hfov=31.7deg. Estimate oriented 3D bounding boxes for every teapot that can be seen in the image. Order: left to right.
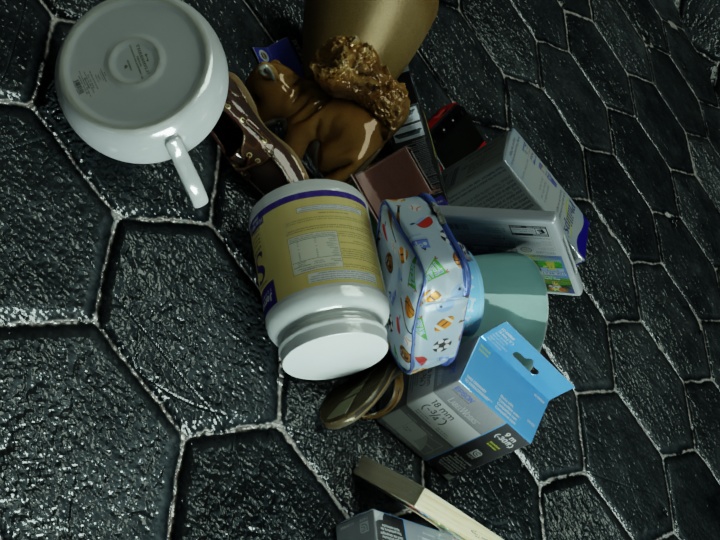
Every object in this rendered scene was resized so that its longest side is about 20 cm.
[{"bbox_3d":[-0.228,-0.191,1.383,0.146,0.197,0.200,78,30,-69],"label":"teapot"}]

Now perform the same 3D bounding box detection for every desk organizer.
[{"bbox_3d":[0.048,-0.110,1.615,0.072,0.077,0.200,60,8,-1],"label":"desk organizer"}]

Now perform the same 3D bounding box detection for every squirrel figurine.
[{"bbox_3d":[-0.047,-0.213,1.609,0.187,0.200,0.142,43,16,1],"label":"squirrel figurine"}]

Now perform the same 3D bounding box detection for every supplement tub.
[{"bbox_3d":[-0.046,0.011,1.473,0.145,0.145,0.200,21,49,-46],"label":"supplement tub"}]

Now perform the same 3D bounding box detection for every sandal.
[{"bbox_3d":[0.017,0.146,1.528,0.055,0.082,0.200,63,23,-7],"label":"sandal"}]

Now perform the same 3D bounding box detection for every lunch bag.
[{"bbox_3d":[0.065,0.011,1.486,0.075,0.200,0.160,-10,48,-18],"label":"lunch bag"}]

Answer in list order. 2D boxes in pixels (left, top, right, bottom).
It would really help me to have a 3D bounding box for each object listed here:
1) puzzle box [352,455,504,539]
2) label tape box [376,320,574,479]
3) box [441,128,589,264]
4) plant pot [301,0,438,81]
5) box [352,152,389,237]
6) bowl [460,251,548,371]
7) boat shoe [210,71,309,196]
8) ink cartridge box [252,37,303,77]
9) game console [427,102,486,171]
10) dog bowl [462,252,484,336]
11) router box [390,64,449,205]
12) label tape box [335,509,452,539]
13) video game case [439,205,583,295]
[{"bbox_3d":[0.096,0.286,1.479,0.200,0.133,0.025,38,79,-31],"label":"puzzle box"},{"bbox_3d":[0.141,0.164,1.559,0.144,0.200,0.063,42,36,-27],"label":"label tape box"},{"bbox_3d":[0.203,-0.071,1.857,0.200,0.184,0.105,49,31,-18],"label":"box"},{"bbox_3d":[-0.006,-0.312,1.725,0.186,0.186,0.200,40,49,-29],"label":"plant pot"},{"bbox_3d":[0.024,-0.092,1.752,0.117,0.048,0.200,2,61,-54],"label":"box"},{"bbox_3d":[0.143,0.063,1.675,0.105,0.201,0.201,14,52,-31],"label":"bowl"},{"bbox_3d":[-0.139,-0.150,1.551,0.200,0.070,0.070,52,36,1],"label":"boat shoe"},{"bbox_3d":[-0.066,-0.280,1.792,0.200,0.037,0.095,-15,77,-56],"label":"ink cartridge box"},{"bbox_3d":[0.163,-0.170,2.035,0.177,0.031,0.200,58,32,-11],"label":"game console"},{"bbox_3d":[0.090,0.004,1.600,0.049,0.112,0.200,-6,35,-21],"label":"dog bowl"},{"bbox_3d":[0.071,-0.193,1.793,0.200,0.052,0.157,-95,167,-64],"label":"router box"},{"bbox_3d":[0.050,0.377,1.386,0.143,0.066,0.200,28,42,-42],"label":"label tape box"},{"bbox_3d":[0.192,-0.028,1.746,0.182,0.200,0.022,59,42,-50],"label":"video game case"}]
